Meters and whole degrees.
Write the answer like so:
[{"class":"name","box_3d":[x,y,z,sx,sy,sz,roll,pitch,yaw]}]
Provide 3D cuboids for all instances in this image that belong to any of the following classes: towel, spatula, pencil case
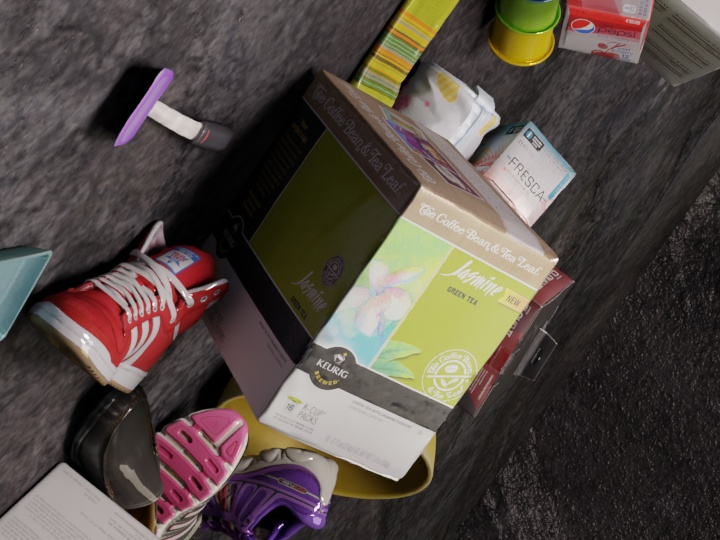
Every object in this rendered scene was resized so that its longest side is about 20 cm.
[{"class":"towel","box_3d":[0.062,-0.215,1.458,0.200,0.018,0.086,-55,166,10]},{"class":"spatula","box_3d":[-0.114,-0.093,1.198,0.057,0.021,0.200,-55,166,5]},{"class":"pencil case","box_3d":[0.027,-0.075,1.546,0.200,0.083,0.091,-52,-161,-3]}]

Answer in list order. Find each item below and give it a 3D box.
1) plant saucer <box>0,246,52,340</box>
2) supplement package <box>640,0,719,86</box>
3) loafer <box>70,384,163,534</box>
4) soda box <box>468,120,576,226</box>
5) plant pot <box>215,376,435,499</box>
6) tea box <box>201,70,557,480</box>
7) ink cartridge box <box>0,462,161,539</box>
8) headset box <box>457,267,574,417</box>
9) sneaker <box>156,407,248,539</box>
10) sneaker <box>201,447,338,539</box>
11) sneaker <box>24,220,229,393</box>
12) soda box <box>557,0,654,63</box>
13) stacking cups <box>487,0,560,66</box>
[{"class":"plant saucer","box_3d":[-0.248,0.022,1.069,0.070,0.019,0.200,-57,164,18]},{"class":"supplement package","box_3d":[0.315,-0.293,1.688,0.191,0.147,0.200,-51,-175,-6]},{"class":"loafer","box_3d":[-0.181,0.152,1.475,0.073,0.072,0.200,-43,162,-27]},{"class":"soda box","box_3d":[0.099,-0.078,1.622,0.068,0.064,0.200,-48,-162,-16]},{"class":"plant pot","box_3d":[-0.017,0.096,1.677,0.200,0.199,0.142,99,7,-62]},{"class":"tea box","box_3d":[0.000,0.000,1.327,0.133,0.200,0.197,26,106,-32]},{"class":"ink cartridge box","box_3d":[-0.232,0.259,1.395,0.200,0.162,0.057,-45,159,-26]},{"class":"headset box","box_3d":[0.093,0.028,1.770,0.075,0.200,0.149,-32,155,-52]},{"class":"sneaker","box_3d":[-0.163,0.193,1.635,0.200,0.074,0.087,-50,166,13]},{"class":"sneaker","box_3d":[-0.109,0.212,1.672,0.081,0.200,0.084,32,54,-40]},{"class":"sneaker","box_3d":[-0.151,0.018,1.250,0.113,0.071,0.200,-47,173,-3]},{"class":"soda box","box_3d":[0.212,-0.270,1.520,0.063,0.070,0.201,92,10,-64]},{"class":"stacking cups","box_3d":[0.144,-0.252,1.556,0.061,0.060,0.200,-45,161,-25]}]
